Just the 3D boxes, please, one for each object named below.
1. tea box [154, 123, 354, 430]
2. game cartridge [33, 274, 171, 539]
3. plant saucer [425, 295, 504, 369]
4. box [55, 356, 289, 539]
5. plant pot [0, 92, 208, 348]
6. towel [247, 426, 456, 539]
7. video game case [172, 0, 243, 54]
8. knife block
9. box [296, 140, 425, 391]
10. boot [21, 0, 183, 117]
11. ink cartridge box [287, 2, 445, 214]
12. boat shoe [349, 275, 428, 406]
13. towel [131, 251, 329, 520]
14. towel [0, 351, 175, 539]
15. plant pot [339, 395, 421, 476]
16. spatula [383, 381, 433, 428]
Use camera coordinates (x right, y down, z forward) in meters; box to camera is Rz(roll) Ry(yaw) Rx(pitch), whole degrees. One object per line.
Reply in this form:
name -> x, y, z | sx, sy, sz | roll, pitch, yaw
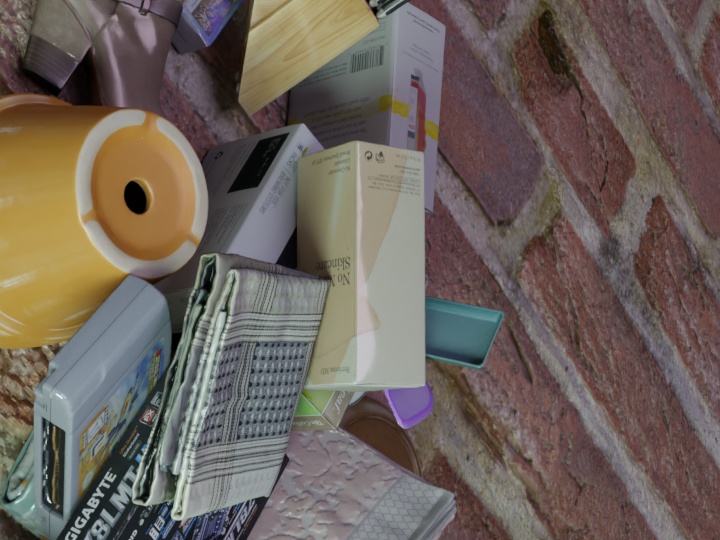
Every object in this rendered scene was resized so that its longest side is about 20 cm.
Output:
tea box -> -0.080, 0.012, 1.181 | 0.197, 0.133, 0.201 | 50, 51, -29
game cartridge -> -0.190, 0.101, 0.953 | 0.041, 0.201, 0.133 | 31, 51, 13
plant saucer -> 0.041, 0.053, 1.276 | 0.070, 0.198, 0.019 | -63, 151, -33
box -> -0.141, 0.185, 1.032 | 0.201, 0.049, 0.199 | -60, 155, -24
plant pot -> -0.222, -0.047, 0.995 | 0.199, 0.182, 0.203 | 10, 76, -46
towel -> -0.033, 0.224, 1.174 | 0.200, 0.189, 0.033 | -42, 151, -46
video game case -> -0.162, -0.338, 1.212 | 0.182, 0.045, 0.201 | 52, 49, -28
knife block -> -0.021, -0.239, 1.219 | 0.173, 0.064, 0.202 | 9, 112, -9
box -> 0.000, 0.000, 1.097 | 0.077, 0.094, 0.203 | 6, 79, -36
boot -> -0.193, -0.189, 1.119 | 0.199, 0.070, 0.147 | 38, 71, -26
ink cartridge box -> 0.002, -0.152, 1.292 | 0.083, 0.144, 0.203 | 20, 70, -46
boat shoe -> 0.024, 0.067, 1.341 | 0.070, 0.070, 0.201 | 49, 46, -33
towel -> -0.088, 0.089, 0.981 | 0.200, 0.034, 0.195 | 12, 96, -66
towel -> -0.196, 0.158, 1.092 | 0.171, 0.048, 0.201 | 47, 52, -32
plant pot -> 0.004, 0.227, 1.320 | 0.199, 0.027, 0.203 | 11, 76, -48
spatula -> 0.025, 0.042, 1.179 | 0.056, 0.020, 0.203 | -23, 101, -44
